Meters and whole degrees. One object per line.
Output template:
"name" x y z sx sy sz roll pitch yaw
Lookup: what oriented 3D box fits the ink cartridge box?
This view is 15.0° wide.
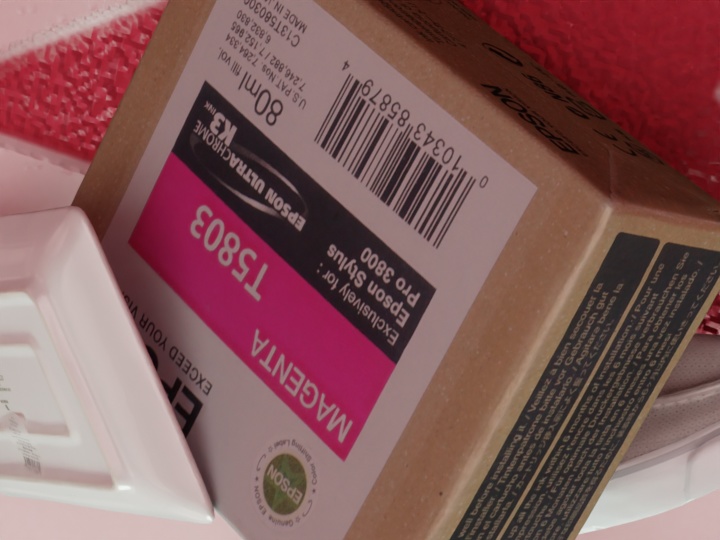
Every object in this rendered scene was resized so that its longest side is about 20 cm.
"ink cartridge box" 0.000 0.000 0.859 0.200 0.075 0.165 41 111 37

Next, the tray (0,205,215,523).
"tray" -0.115 0.036 0.915 0.200 0.022 0.108 -4 112 64

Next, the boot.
"boot" 0.067 0.033 0.902 0.199 0.074 0.096 -22 98 25
